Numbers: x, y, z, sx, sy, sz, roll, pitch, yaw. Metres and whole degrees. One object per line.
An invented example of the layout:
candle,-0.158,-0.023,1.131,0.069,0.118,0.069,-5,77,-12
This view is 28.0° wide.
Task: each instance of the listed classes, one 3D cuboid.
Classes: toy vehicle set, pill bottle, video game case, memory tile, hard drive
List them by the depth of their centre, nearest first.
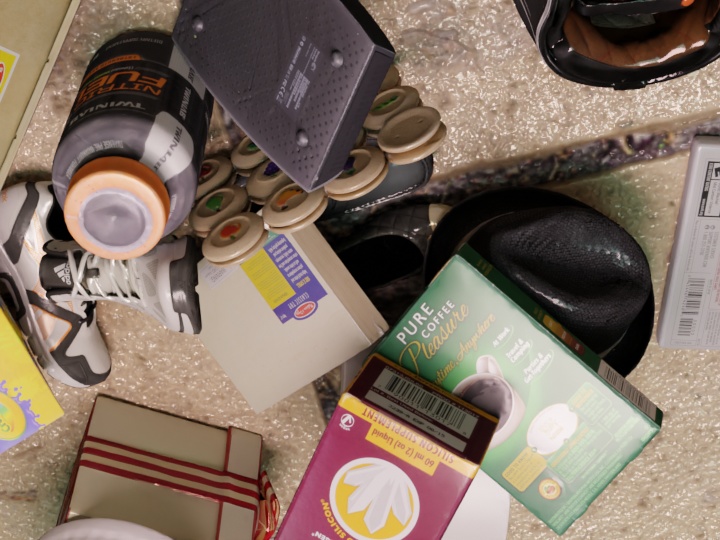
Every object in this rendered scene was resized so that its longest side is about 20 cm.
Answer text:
hard drive,-0.057,-0.164,1.036,0.042,0.200,0.136,-5,132,-42
toy vehicle set,-0.294,-0.145,1.049,0.123,0.202,0.026,23,163,-13
pill bottle,-0.167,-0.090,1.063,0.105,0.201,0.107,0,123,0
memory tile,-0.041,-0.083,1.074,0.199,0.154,0.017,-30,124,-1
video game case,0.354,-0.017,1.215,0.180,0.022,0.202,2,122,-1

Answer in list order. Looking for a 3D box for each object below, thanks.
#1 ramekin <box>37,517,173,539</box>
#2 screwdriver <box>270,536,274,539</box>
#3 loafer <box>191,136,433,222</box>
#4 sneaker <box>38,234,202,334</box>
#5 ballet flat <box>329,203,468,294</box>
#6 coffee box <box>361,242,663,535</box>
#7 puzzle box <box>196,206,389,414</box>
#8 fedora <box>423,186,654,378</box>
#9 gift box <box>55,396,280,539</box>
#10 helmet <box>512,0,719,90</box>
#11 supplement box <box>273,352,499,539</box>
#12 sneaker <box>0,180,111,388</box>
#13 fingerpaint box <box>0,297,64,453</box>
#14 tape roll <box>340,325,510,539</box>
ramekin,-0.205,0.310,1.169,0.198,0.098,0.202,6,119,12
screwdriver,-0.021,0.242,1.375,0.198,0.028,0.029,-11,151,3
loafer,-0.039,-0.065,1.156,0.199,0.071,0.069,-9,123,6
sneaker,-0.185,0.013,1.097,0.114,0.200,0.076,-5,95,-14
ballet flat,0.000,0.000,1.205,0.199,0.057,0.067,-23,121,14
coffee box,0.113,0.088,1.077,0.200,0.044,0.123,39,112,2
puzzle box,-0.071,0.031,1.152,0.133,0.025,0.200,54,143,-2
fedora,0.153,0.004,1.129,0.199,0.202,0.092,17,156,-11
gift box,-0.181,0.255,1.290,0.185,0.201,0.185,16,127,-11
helmet,0.179,-0.242,0.973,0.198,0.192,0.200,-3,158,-1
supplement box,0.007,0.180,1.066,0.110,0.086,0.201,28,113,7
sneaker,-0.250,0.014,1.206,0.079,0.074,0.201,-18,121,9
fingerpaint box,-0.329,0.024,1.151,0.073,0.167,0.201,-31,121,-12
tape roll,0.050,0.148,1.215,0.138,0.203,0.204,2,123,-1
